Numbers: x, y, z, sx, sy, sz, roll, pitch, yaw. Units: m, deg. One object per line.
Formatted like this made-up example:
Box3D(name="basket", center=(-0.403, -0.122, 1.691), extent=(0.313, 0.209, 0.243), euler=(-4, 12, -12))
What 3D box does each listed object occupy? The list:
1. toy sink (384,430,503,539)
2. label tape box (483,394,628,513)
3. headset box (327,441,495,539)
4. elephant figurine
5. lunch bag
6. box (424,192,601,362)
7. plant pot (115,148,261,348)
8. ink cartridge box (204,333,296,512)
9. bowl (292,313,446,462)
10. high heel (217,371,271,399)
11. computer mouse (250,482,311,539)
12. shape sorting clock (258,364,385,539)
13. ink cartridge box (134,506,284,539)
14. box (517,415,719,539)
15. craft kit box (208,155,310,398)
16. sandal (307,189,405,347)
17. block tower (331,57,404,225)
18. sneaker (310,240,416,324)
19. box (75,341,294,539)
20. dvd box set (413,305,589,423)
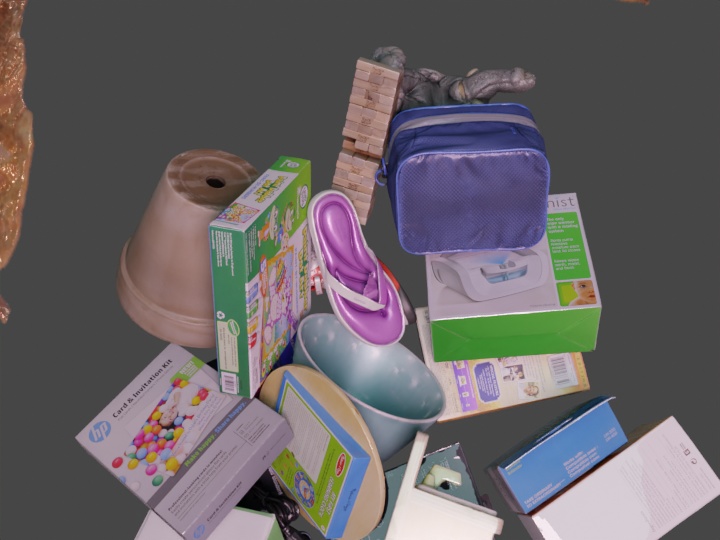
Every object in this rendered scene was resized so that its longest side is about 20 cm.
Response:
Box3D(name="toy sink", center=(0.081, 0.288, 0.884), extent=(0.110, 0.131, 0.204), euler=(17, 75, 6))
Box3D(name="label tape box", center=(0.222, 0.210, 0.954), extent=(0.142, 0.200, 0.067), euler=(-33, 79, -6))
Box3D(name="headset box", center=(0.067, 0.316, 0.991), extent=(0.196, 0.093, 0.177), euler=(-21, 76, -3))
Box3D(name="elephant figurine", center=(0.102, -0.212, 1.109), extent=(0.196, 0.155, 0.144), euler=(0, 111, -23))
Box3D(name="lunch bag", center=(0.114, -0.110, 0.976), extent=(0.195, 0.138, 0.133), euler=(-1, 36, 1))
Box3D(name="box", center=(0.177, 0.008, 1.029), extent=(0.195, 0.098, 0.179), euler=(-4, 53, 5))
Box3D(name="plant pot", center=(-0.184, -0.039, 1.007), extent=(0.196, 0.175, 0.202), euler=(12, 40, -11))
Box3D(name="ink cartridge box", center=(-0.125, 0.194, 1.057), extent=(0.197, 0.043, 0.201), euler=(-25, 75, -4))
Box3D(name="bowl", center=(-0.007, 0.152, 1.001), extent=(0.199, 0.201, 0.106), euler=(32, 110, 10))
Box3D(name="high heel", center=(-0.184, 0.178, 1.003), extent=(0.196, 0.068, 0.098), euler=(-11, 64, 7))
Box3D(name="computer mouse", center=(-0.053, 0.328, 0.956), extent=(0.046, 0.140, 0.203), euler=(-29, 95, -19))
Box3D(name="shape sorting clock", center=(-0.045, 0.197, 0.914), extent=(0.039, 0.200, 0.202), euler=(-18, 72, -38))
Box3D(name="ink cartridge box", center=(-0.148, 0.344, 0.924), extent=(0.142, 0.202, 0.088), euler=(6, 46, 19))
Box3D(name="box", center=(0.295, 0.269, 0.976), extent=(0.198, 0.125, 0.098), euler=(-33, 76, -6))
Box3D(name="craft kit box", center=(-0.105, 0.002, 0.943), extent=(0.047, 0.198, 0.204), euler=(8, 119, 11))
Box3D(name="sandal", center=(-0.006, 0.004, 0.992), extent=(0.082, 0.050, 0.205), euler=(-32, 103, -15))
Box3D(name="block tower", center=(0.005, -0.154, 1.020), extent=(0.053, 0.058, 0.203), euler=(16, 118, 4))
Box3D(name="sneaker", center=(-0.023, 0.015, 1.083), extent=(0.107, 0.067, 0.202), euler=(-36, 73, -8))
Box3D(name="box", center=(-0.193, 0.182, 0.919), extent=(0.198, 0.042, 0.156), euler=(26, 60, 36))
Box3D(name="dvd box set", center=(0.177, 0.101, 1.070), extent=(0.196, 0.029, 0.149), euler=(-13, 75, 1))
